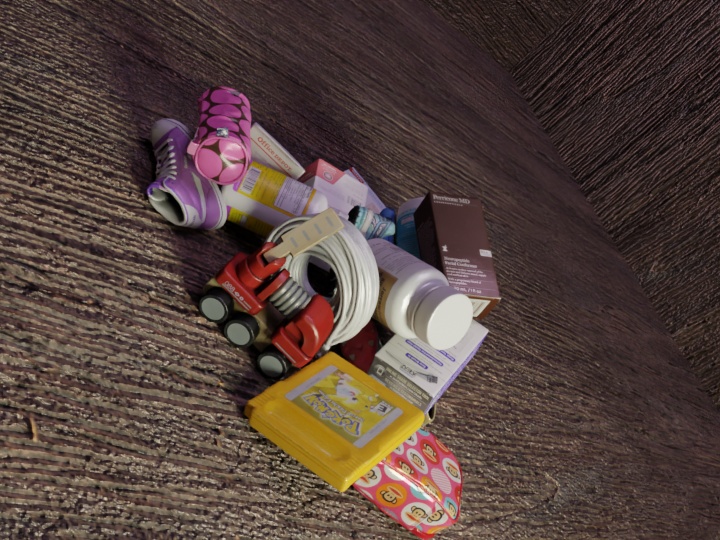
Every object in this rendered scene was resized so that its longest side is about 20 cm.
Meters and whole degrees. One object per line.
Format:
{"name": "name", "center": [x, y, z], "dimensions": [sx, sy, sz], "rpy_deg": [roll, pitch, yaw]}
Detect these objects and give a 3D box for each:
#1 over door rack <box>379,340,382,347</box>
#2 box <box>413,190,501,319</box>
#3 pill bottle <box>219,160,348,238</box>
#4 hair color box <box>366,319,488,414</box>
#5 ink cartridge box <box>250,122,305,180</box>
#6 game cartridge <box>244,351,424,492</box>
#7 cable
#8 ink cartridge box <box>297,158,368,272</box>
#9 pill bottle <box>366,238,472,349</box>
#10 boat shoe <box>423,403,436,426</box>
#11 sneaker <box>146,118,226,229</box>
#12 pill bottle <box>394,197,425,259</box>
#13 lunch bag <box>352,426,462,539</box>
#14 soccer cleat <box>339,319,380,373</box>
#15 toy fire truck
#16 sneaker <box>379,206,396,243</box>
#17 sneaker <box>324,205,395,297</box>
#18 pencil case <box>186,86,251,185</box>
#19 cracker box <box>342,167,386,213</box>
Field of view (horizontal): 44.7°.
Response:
{"name": "over door rack", "center": [0.055, 0.080, 1.552], "dimensions": [0.200, 0.067, 0.148], "rpy_deg": [52, 25, 5]}
{"name": "box", "center": [0.156, -0.026, 1.425], "dimensions": [0.100, 0.075, 0.200], "rpy_deg": [6, 54, -20]}
{"name": "pill bottle", "center": [-0.124, -0.097, 1.398], "dimensions": [0.200, 0.104, 0.104], "rpy_deg": [25, 29, -5]}
{"name": "hair color box", "center": [0.105, 0.131, 1.365], "dimensions": [0.109, 0.065, 0.200], "rpy_deg": [35, 40, 14]}
{"name": "ink cartridge box", "center": [-0.160, -0.190, 1.495], "dimensions": [0.116, 0.068, 0.200], "rpy_deg": [43, 2, -11]}
{"name": "game cartridge", "center": [-0.033, 0.195, 1.178], "dimensions": [0.176, 0.032, 0.200], "rpy_deg": [31, 29, 22]}
{"name": "cable", "center": [-0.060, 0.012, 1.302], "dimensions": [0.200, 0.200, 0.069], "rpy_deg": [55, 35, 11]}
{"name": "ink cartridge box", "center": [-0.062, -0.078, 1.528], "dimensions": [0.116, 0.067, 0.200], "rpy_deg": [28, 56, -29]}
{"name": "pill bottle", "center": [0.069, 0.037, 1.319], "dimensions": [0.114, 0.114, 0.200], "rpy_deg": [22, 8, -45]}
{"name": "boat shoe", "center": [0.108, 0.161, 1.436], "dimensions": [0.072, 0.076, 0.200], "rpy_deg": [24, 58, -37]}
{"name": "sneaker", "center": [-0.286, -0.152, 1.321], "dimensions": [0.114, 0.073, 0.201], "rpy_deg": [-5, 58, -56]}
{"name": "pill bottle", "center": [0.113, -0.019, 1.528], "dimensions": [0.111, 0.111, 0.200], "rpy_deg": [28, 55, -37]}
{"name": "lunch bag", "center": [0.061, 0.273, 1.278], "dimensions": [0.200, 0.082, 0.176], "rpy_deg": [42, 26, -14]}
{"name": "soccer cleat", "center": [0.018, 0.154, 1.412], "dimensions": [0.077, 0.067, 0.200], "rpy_deg": [68, -4, -52]}
{"name": "toy fire truck", "center": [-0.094, 0.023, 1.220], "dimensions": [0.176, 0.200, 0.129], "rpy_deg": [46, 32, -7]}
{"name": "sneaker", "center": [0.023, -0.046, 1.558], "dimensions": [0.078, 0.066, 0.200], "rpy_deg": [4, 44, 5]}
{"name": "sneaker", "center": [0.000, 0.000, 1.423], "dimensions": [0.086, 0.200, 0.078], "rpy_deg": [17, 12, -13]}
{"name": "pencil case", "center": [-0.214, -0.215, 1.344], "dimensions": [0.094, 0.091, 0.200], "rpy_deg": [12, 29, -15]}
{"name": "cracker box", "center": [-0.024, -0.118, 1.707], "dimensions": [0.134, 0.058, 0.200], "rpy_deg": [51, 26, 0]}
